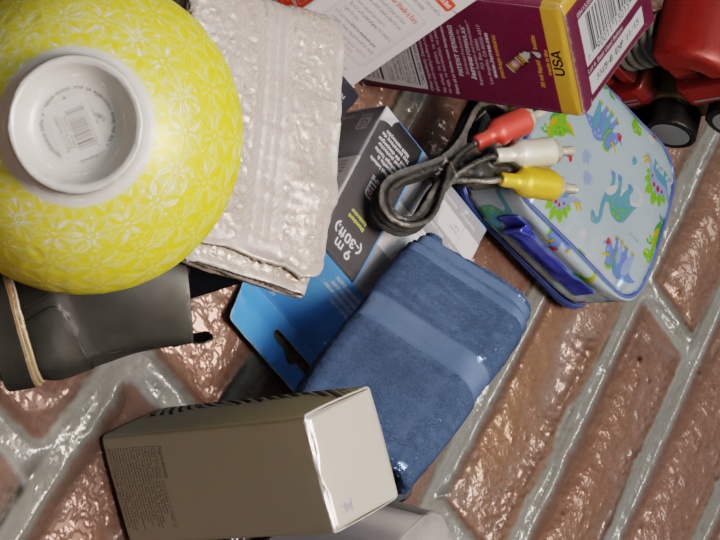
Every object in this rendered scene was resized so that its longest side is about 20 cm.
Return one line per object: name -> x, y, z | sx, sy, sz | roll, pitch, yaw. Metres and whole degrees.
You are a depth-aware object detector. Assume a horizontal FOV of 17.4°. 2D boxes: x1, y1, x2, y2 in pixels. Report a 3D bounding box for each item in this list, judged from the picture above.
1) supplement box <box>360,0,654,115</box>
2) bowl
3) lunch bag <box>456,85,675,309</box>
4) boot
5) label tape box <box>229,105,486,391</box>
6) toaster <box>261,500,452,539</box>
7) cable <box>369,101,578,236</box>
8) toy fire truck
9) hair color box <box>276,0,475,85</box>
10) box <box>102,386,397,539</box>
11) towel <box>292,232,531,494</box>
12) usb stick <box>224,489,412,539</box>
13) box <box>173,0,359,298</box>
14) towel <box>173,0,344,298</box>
supplement box -> 0.101, -0.202, 1.773 | 0.131, 0.199, 0.104 | -51, 139, -36
bowl -> -0.168, -0.083, 1.401 | 0.198, 0.108, 0.202 | 0, 91, -4
lunch bag -> 0.168, -0.072, 1.929 | 0.200, 0.082, 0.162 | 40, 56, -37
boot -> -0.178, -0.033, 1.501 | 0.078, 0.137, 0.201 | -107, -173, -73
label tape box -> 0.000, 0.000, 1.750 | 0.143, 0.066, 0.201 | 50, 50, -31
toaster -> -0.013, 0.260, 1.635 | 0.181, 0.118, 0.201 | -46, 128, -36
cable -> 0.080, -0.085, 1.763 | 0.199, 0.050, 0.098 | -13, 75, -46
toy fire truck -> 0.232, -0.206, 1.947 | 0.200, 0.175, 0.129 | 35, 61, -38
hair color box -> 0.027, -0.220, 1.664 | 0.111, 0.199, 0.064 | 38, 23, -56
box -> -0.075, 0.129, 1.550 | 0.068, 0.199, 0.083 | -22, 101, -47
towel -> 0.035, 0.066, 1.670 | 0.111, 0.049, 0.200 | 33, 51, 7
usb stick -> -0.034, 0.170, 1.715 | 0.199, 0.032, 0.056 | -18, 100, -47
box -> -0.131, -0.113, 1.575 | 0.200, 0.104, 0.183 | 47, 52, -22
towel -> -0.072, -0.090, 1.529 | 0.132, 0.034, 0.202 | 17, 69, -39
